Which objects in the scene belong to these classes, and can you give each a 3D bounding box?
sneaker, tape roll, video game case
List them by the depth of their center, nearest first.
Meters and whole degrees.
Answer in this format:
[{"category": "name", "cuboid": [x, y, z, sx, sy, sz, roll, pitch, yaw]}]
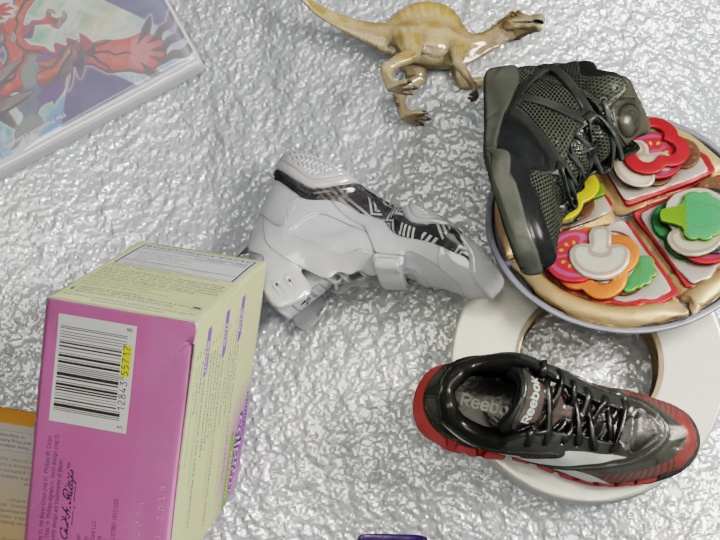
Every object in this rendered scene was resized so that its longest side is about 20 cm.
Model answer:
[{"category": "sneaker", "cuboid": [0.134, 0.101, 1.036, 0.200, 0.098, 0.071, 11, 76, 5]}, {"category": "sneaker", "cuboid": [0.145, -0.082, 1.065, 0.114, 0.076, 0.199, -10, 39, 14]}, {"category": "sneaker", "cuboid": [0.000, 0.000, 1.110, 0.200, 0.075, 0.115, 28, 82, 23]}, {"category": "tape roll", "cuboid": [0.165, 0.069, 1.111, 0.203, 0.037, 0.203, -1, 77, 4]}, {"category": "video game case", "cuboid": [-0.252, -0.188, 1.201, 0.200, 0.023, 0.182, -29, 77, -4]}]

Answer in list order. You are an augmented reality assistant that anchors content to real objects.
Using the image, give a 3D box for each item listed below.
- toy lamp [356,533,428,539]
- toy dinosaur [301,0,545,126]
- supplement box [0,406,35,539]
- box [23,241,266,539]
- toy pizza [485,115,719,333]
[{"category": "toy lamp", "cuboid": [0.090, 0.228, 1.067, 0.200, 0.058, 0.058, 14, 78, 4]}, {"category": "toy dinosaur", "cuboid": [0.040, -0.169, 1.174, 0.200, 0.058, 0.101, 5, 62, -4]}, {"category": "supplement box", "cuboid": [-0.292, 0.192, 1.063, 0.126, 0.074, 0.200, 13, 75, -24]}, {"category": "box", "cuboid": [-0.139, 0.088, 1.010, 0.097, 0.200, 0.176, 9, 103, 7]}, {"category": "toy pizza", "cuboid": [0.191, -0.043, 1.104, 0.200, 0.032, 0.200, -2, 55, 3]}]
